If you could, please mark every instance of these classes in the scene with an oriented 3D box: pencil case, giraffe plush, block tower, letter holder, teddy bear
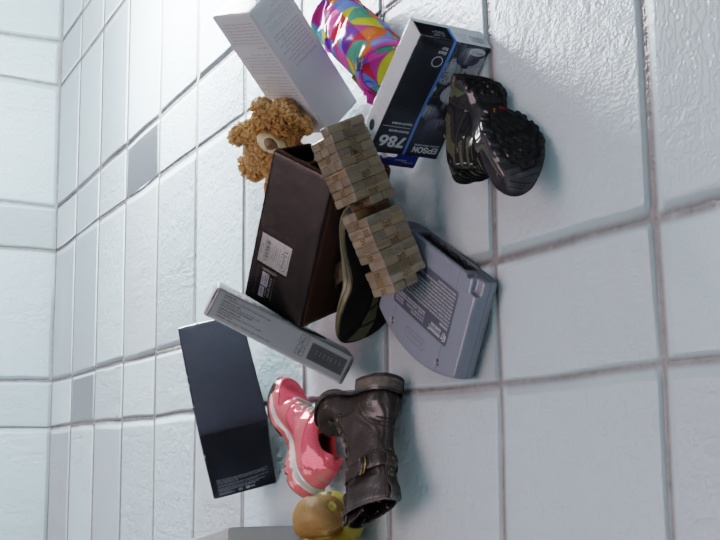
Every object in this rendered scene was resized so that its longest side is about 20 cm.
[{"bbox_3d":[0.000,-0.293,1.438,0.201,0.087,0.089,59,137,51],"label":"pencil case"},{"bbox_3d":[-0.036,0.352,1.388,0.201,0.169,0.165,72,-161,-65],"label":"giraffe plush"},{"bbox_3d":[0.009,-0.074,1.275,0.058,0.054,0.203,-16,97,60],"label":"block tower"},{"bbox_3d":[-0.051,-0.053,1.416,0.100,0.141,0.203,27,117,28],"label":"letter holder"},{"bbox_3d":[-0.128,-0.163,1.554,0.146,0.067,0.199,52,152,-7],"label":"teddy bear"}]

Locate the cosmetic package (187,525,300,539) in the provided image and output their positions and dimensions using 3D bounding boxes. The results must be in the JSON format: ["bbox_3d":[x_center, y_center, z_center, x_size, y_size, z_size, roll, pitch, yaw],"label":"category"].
[{"bbox_3d":[-0.172,0.489,1.627,0.199,0.121,0.203,-32,60,57],"label":"cosmetic package"}]

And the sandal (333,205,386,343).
[{"bbox_3d":[0.001,-0.001,1.377,0.057,0.079,0.204,-134,41,-52],"label":"sandal"}]

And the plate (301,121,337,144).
[{"bbox_3d":[-0.075,-0.134,1.617,0.199,0.032,0.203,36,118,58],"label":"plate"}]

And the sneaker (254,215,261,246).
[{"bbox_3d":[-0.112,0.005,1.613,0.100,0.074,0.203,-125,28,-65],"label":"sneaker"}]

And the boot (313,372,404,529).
[{"bbox_3d":[-0.008,0.232,1.366,0.200,0.068,0.177,-38,41,53],"label":"boot"}]

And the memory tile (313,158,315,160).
[{"bbox_3d":[-0.070,-0.067,1.483,0.017,0.152,0.203,32,117,34],"label":"memory tile"}]

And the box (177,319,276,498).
[{"bbox_3d":[-0.203,0.206,1.680,0.184,0.102,0.202,90,164,-49],"label":"box"}]

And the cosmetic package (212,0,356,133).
[{"bbox_3d":[-0.101,-0.287,1.499,0.071,0.201,0.101,-48,33,-21],"label":"cosmetic package"}]

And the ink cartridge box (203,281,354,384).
[{"bbox_3d":[-0.111,0.077,1.464,0.044,0.198,0.174,-62,8,1],"label":"ink cartridge box"}]

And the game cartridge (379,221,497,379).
[{"bbox_3d":[0.086,0.038,1.282,0.200,0.041,0.135,-137,52,-56],"label":"game cartridge"}]

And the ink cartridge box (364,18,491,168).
[{"bbox_3d":[0.066,-0.191,1.281,0.201,0.098,0.039,-64,36,37],"label":"ink cartridge box"}]

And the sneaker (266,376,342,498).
[{"bbox_3d":[-0.068,0.219,1.542,0.087,0.073,0.202,-45,44,24],"label":"sneaker"}]

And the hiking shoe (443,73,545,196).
[{"bbox_3d":[0.138,-0.126,1.177,0.201,0.074,0.102,-106,24,-50],"label":"hiking shoe"}]
